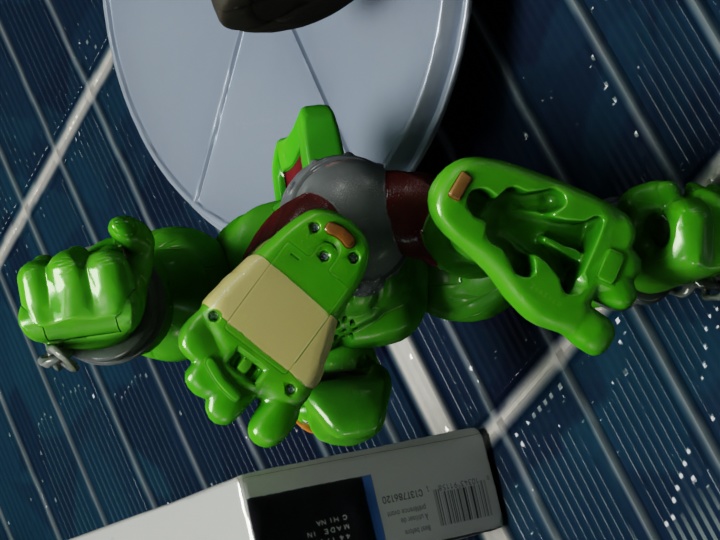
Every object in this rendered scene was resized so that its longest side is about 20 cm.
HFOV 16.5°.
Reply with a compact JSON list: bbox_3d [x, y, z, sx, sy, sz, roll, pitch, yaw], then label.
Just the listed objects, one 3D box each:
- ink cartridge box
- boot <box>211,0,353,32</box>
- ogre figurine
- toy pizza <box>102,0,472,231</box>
[{"bbox_3d":[-0.048,0.097,0.865,0.200,0.099,0.039,-23,79,55],"label":"ink cartridge box"},{"bbox_3d":[-0.002,-0.186,0.742,0.200,0.073,0.151,-45,61,35],"label":"boot"},{"bbox_3d":[0.000,0.000,0.719,0.098,0.200,0.120,65,167,-6],"label":"ogre figurine"},{"bbox_3d":[-0.023,-0.107,0.844,0.200,0.032,0.201,7,99,50],"label":"toy pizza"}]
